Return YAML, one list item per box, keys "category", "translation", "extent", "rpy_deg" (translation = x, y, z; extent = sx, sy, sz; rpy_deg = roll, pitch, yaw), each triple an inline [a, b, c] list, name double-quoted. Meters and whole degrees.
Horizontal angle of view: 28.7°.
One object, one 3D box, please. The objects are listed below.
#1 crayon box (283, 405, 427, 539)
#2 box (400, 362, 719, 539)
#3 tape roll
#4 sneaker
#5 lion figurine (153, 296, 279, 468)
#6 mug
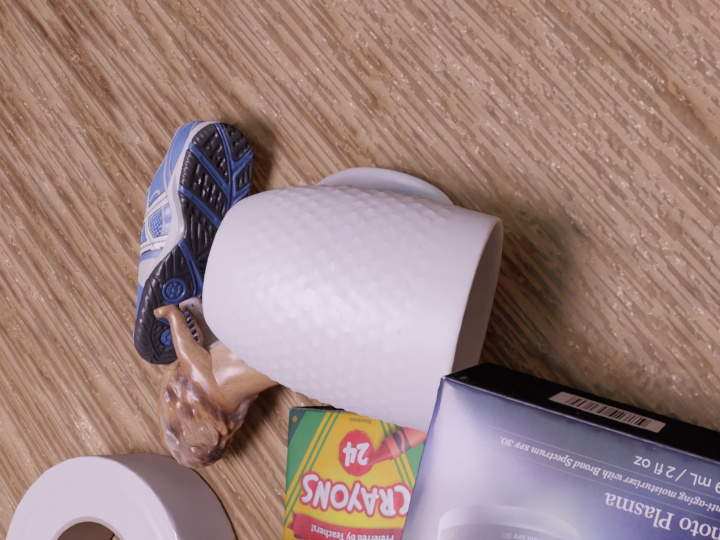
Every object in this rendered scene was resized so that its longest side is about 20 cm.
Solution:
- category: "crayon box"
  translation: [0.008, 0.200, 0.996]
  extent: [0.126, 0.051, 0.201]
  rpy_deg: [0, 86, 33]
- category: "box"
  translation: [0.130, 0.181, 0.849]
  extent: [0.199, 0.123, 0.200]
  rpy_deg: [15, 96, 18]
- category: "tape roll"
  translation: [-0.191, 0.246, 1.113]
  extent: [0.201, 0.071, 0.204]
  rpy_deg: [-4, 83, 34]
- category: "sneaker"
  translation: [-0.136, -0.023, 1.110]
  extent: [0.077, 0.075, 0.201]
  rpy_deg: [33, 108, 58]
- category: "lion figurine"
  translation: [-0.076, 0.064, 1.049]
  extent: [0.199, 0.072, 0.123]
  rpy_deg: [-24, 87, 20]
- category: "mug"
  translation: [0.000, 0.000, 0.950]
  extent: [0.174, 0.200, 0.148]
  rpy_deg: [14, 134, 12]
